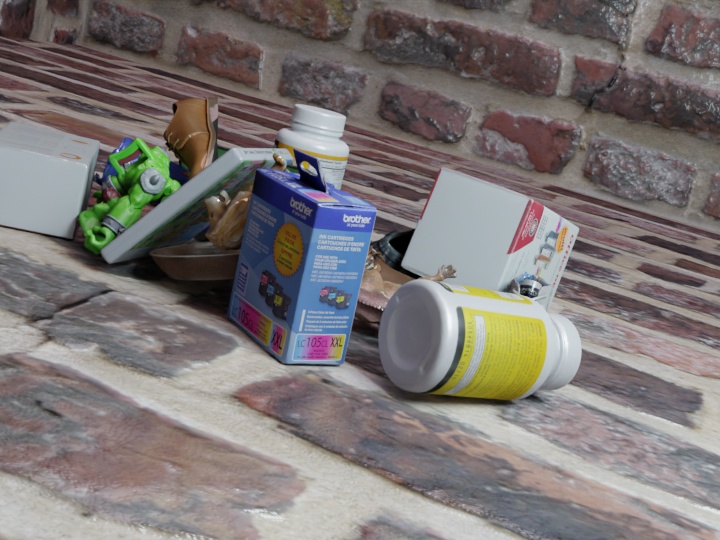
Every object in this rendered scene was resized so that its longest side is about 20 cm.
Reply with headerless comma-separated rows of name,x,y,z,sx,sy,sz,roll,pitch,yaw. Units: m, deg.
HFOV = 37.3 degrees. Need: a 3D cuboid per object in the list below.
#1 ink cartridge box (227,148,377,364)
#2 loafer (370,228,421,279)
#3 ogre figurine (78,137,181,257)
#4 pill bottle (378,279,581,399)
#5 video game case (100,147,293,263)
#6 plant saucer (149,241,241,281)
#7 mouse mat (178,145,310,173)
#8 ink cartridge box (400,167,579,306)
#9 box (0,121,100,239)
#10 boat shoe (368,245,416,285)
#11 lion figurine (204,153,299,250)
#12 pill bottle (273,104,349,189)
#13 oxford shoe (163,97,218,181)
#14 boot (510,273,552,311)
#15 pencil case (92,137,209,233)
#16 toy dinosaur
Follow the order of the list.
ink cartridge box,-0.060,-0.021,1.095,0.076,0.200,0.136,4,16,-36
loafer,0.078,-0.023,1.474,0.201,0.070,0.068,-6,62,-51
ogre figurine,-0.283,-0.092,1.306,0.098,0.120,0.200,47,9,0
pill bottle,0.127,0.075,1.084,0.200,0.111,0.111,9,14,-34
video game case,-0.185,-0.078,1.246,0.022,0.200,0.182,55,15,3
plant saucer,-0.144,-0.014,1.246,0.200,0.035,0.200,-3,7,0
mouse mat,-0.158,-0.102,1.480,0.200,0.161,0.008,17,47,9
ink cartridge box,0.179,-0.032,1.433,0.145,0.145,0.200,22,3,30
box,-0.411,-0.119,1.369,0.124,0.098,0.200,12,13,-12
boat shoe,0.000,0.000,1.365,0.200,0.068,0.072,16,13,6
lion figurine,-0.111,-0.066,1.230,0.072,0.123,0.200,37,-1,12
pill bottle,-0.081,-0.136,1.558,0.109,0.200,0.109,13,13,-3
oxford shoe,-0.217,-0.155,1.366,0.071,0.071,0.200,2,38,-11
boot,0.185,0.056,1.261,0.074,0.096,0.200,16,13,7
pencil case,-0.256,-0.110,1.449,0.200,0.078,0.087,26,-7,-4
toy dinosaur,0.030,0.040,1.210,0.200,0.086,0.136,12,19,14
